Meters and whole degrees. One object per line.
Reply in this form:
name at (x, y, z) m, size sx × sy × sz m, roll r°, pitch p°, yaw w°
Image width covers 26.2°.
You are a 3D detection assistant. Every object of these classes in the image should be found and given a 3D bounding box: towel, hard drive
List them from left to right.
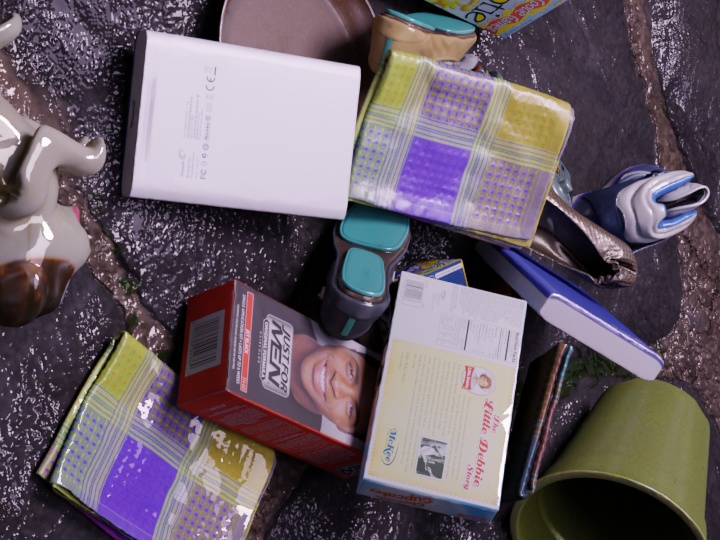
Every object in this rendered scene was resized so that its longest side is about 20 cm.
towel at (-0.153, 0.157, 1.234) m, size 0.200 × 0.023 × 0.144 m, roll 44°, pitch 58°, yaw -33°
hard drive at (-0.096, -0.117, 1.276) m, size 0.200 × 0.025 × 0.132 m, roll 5°, pitch 92°, yaw -33°
towel at (0.088, -0.106, 1.375) m, size 0.200 × 0.023 × 0.144 m, roll 16°, pitch 103°, yaw -24°
towel at (0.161, 0.146, 1.442) m, size 0.022 × 0.200 × 0.147 m, roll 16°, pitch 81°, yaw 1°
hard drive at (0.192, 0.030, 1.458) m, size 0.132 × 0.200 × 0.025 m, roll 31°, pitch 98°, yaw -20°

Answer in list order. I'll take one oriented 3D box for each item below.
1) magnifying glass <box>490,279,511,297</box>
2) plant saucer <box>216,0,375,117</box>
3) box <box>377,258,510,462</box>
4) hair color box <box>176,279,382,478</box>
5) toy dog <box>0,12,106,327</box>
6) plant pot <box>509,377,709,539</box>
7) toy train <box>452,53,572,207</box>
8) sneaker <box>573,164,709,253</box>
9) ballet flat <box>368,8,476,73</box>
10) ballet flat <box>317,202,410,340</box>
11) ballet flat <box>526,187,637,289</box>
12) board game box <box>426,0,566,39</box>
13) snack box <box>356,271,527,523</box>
magnifying glass at (0.125, 0.059, 1.454) m, size 0.200 × 0.022 × 0.080 m, roll -66°, pitch 141°, yaw -64°
plant saucer at (-0.055, -0.183, 1.359) m, size 0.200 × 0.032 × 0.201 m, roll 4°, pitch 84°, yaw -45°
box at (0.074, 0.094, 1.437) m, size 0.070 × 0.064 × 0.200 m, roll -22°, pitch 102°, yaw -44°
hair color box at (-0.057, 0.094, 1.293) m, size 0.200 × 0.061 × 0.102 m, roll 29°, pitch 52°, yaw -42°
toy dog at (-0.264, -0.055, 1.068) m, size 0.194 × 0.139 × 0.200 m, roll -37°, pitch 112°, yaw -26°
plant pot at (0.272, 0.212, 1.558) m, size 0.200 × 0.200 × 0.190 m, roll 58°, pitch 38°, yaw -24°
toy train at (0.139, -0.119, 1.505) m, size 0.200 × 0.085 × 0.114 m, roll 51°, pitch 24°, yaw -23°
sneaker at (0.321, -0.071, 1.641) m, size 0.200 × 0.146 × 0.081 m, roll -18°, pitch 99°, yaw -44°
ballet flat at (0.052, -0.207, 1.434) m, size 0.200 × 0.069 × 0.063 m, roll -15°, pitch 126°, yaw -66°
ballet flat at (0.000, 0.000, 1.358) m, size 0.073 × 0.073 × 0.200 m, roll 61°, pitch 20°, yaw -21°
ballet flat at (0.177, -0.037, 1.458) m, size 0.200 × 0.067 × 0.046 m, roll 31°, pitch 30°, yaw -13°
board game box at (0.101, -0.313, 1.460) m, size 0.200 × 0.105 × 0.103 m, roll 16°, pitch 57°, yaw -43°
snack box at (0.071, 0.105, 1.313) m, size 0.116 × 0.037 × 0.200 m, roll 14°, pitch 60°, yaw -4°
